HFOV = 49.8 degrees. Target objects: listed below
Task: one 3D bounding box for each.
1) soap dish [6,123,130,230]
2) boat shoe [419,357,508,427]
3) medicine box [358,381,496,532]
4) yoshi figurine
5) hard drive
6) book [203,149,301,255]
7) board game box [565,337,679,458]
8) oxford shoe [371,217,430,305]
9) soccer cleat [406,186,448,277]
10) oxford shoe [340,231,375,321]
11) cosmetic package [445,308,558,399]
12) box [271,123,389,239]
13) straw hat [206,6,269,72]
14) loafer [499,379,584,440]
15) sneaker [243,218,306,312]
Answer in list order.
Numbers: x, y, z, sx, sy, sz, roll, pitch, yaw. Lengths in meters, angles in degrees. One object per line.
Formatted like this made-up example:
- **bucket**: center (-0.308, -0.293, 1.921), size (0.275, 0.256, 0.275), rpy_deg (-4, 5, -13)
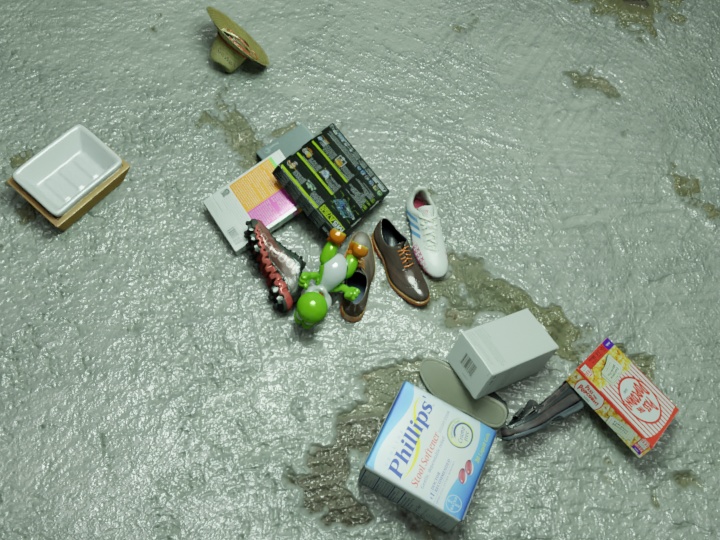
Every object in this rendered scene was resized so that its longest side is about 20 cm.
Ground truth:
- **soap dish**: center (-0.600, -0.191, 1.608), size (0.156, 0.082, 0.200), rpy_deg (37, 64, 12)
- **boat shoe**: center (0.205, 0.236, 1.534), size (0.197, 0.074, 0.062), rpy_deg (33, 19, 15)
- **medicine box**: center (0.122, 0.342, 1.428), size (0.197, 0.104, 0.184), rpy_deg (27, 62, 5)
- **yoshi figurine**: center (-0.065, 0.026, 1.516), size (0.111, 0.111, 0.203), rpy_deg (31, 93, 32)
- **hard drive**: center (-0.121, -0.221, 1.725), size (0.138, 0.033, 0.201), rpy_deg (-35, 72, -23)
- **book**: center (-0.216, -0.144, 1.643), size (0.198, 0.048, 0.135), rpy_deg (-34, 76, -11)
- **board game box**: center (0.521, 0.249, 1.542), size (0.200, 0.047, 0.150), rpy_deg (47, 44, 15)
- **oxford shoe**: center (0.084, -0.019, 1.627), size (0.070, 0.073, 0.202), rpy_deg (-26, 70, -21)
- **soccer cleat**: center (0.142, -0.086, 1.663), size (0.068, 0.087, 0.204), rpy_deg (-10, 65, -13)
- **oxford shoe**: center (0.000, 0.000, 1.604), size (0.069, 0.073, 0.205), rpy_deg (7, 62, -5)
- **cosmetic package**: center (0.279, 0.160, 1.519), size (0.196, 0.086, 0.108), rpy_deg (-12, 54, -36)
- **box**: center (-0.059, -0.187, 1.651), size (0.201, 0.047, 0.193), rpy_deg (48, 56, -3)
- **straw hat**: center (-0.308, -0.516, 1.816), size (0.085, 0.200, 0.202), rpy_deg (-46, 73, 18)
- **loafer**: center (0.347, 0.272, 1.512), size (0.196, 0.072, 0.065), rpy_deg (-17, 83, -25)
- **sneaker**: center (-0.167, -0.020, 1.582), size (0.096, 0.071, 0.204), rpy_deg (-23, 81, -25)
